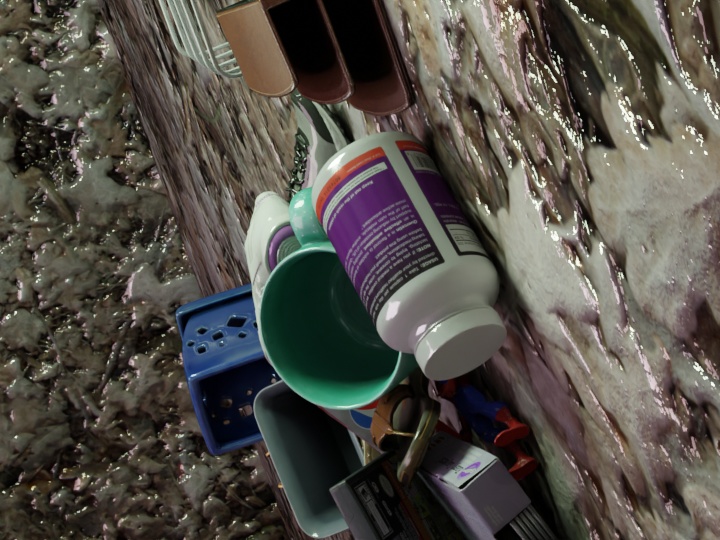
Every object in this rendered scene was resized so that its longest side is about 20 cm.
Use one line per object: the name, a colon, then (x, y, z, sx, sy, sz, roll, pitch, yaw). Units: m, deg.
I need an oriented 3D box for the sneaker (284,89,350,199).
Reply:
sneaker: (-0.045, -0.100, 1.695, 0.074, 0.079, 0.202, -126, 19, -57)

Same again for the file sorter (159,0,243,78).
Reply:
file sorter: (-0.126, -0.279, 1.620, 0.200, 0.123, 0.140, -142, 31, -68)

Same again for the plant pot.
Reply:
plant pot: (-0.177, 0.136, 2.496, 0.201, 0.198, 0.181, 79, 171, -46)

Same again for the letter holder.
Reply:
letter holder: (-0.042, -0.189, 1.444, 0.143, 0.100, 0.200, 68, 168, -11)

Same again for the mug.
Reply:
mug: (0.000, 0.023, 1.484, 0.151, 0.114, 0.187, 23, 115, 20)

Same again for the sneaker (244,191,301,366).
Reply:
sneaker: (-0.077, 0.009, 1.654, 0.100, 0.074, 0.202, -124, 27, -47)

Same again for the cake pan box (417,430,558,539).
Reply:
cake pan box: (0.132, 0.241, 1.464, 0.185, 0.052, 0.200, 52, 171, -8)

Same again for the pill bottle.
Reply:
pill bottle: (0.044, -0.011, 1.352, 0.113, 0.111, 0.201, 87, 158, -60)

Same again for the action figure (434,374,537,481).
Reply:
action figure: (0.102, 0.127, 1.516, 0.066, 0.051, 0.200, 68, 172, -27)

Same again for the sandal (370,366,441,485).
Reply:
sandal: (0.037, 0.133, 1.504, 0.200, 0.054, 0.082, -93, 21, -67)

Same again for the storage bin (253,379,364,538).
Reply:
storage bin: (-0.035, 0.224, 2.059, 0.134, 0.145, 0.202, -13, -101, -62)

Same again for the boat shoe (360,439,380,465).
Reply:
boat shoe: (0.038, 0.217, 1.941, 0.075, 0.074, 0.204, 76, 178, -49)

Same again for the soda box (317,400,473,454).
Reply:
soda box: (0.026, 0.151, 1.635, 0.199, 0.064, 0.070, 38, 174, -12)

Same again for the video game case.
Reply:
video game case: (0.063, 0.265, 1.512, 0.201, 0.025, 0.180, 61, -154, 4)

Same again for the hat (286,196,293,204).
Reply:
hat: (0.000, 0.000, 1.650, 0.201, 0.080, 0.202, 52, 156, 35)
